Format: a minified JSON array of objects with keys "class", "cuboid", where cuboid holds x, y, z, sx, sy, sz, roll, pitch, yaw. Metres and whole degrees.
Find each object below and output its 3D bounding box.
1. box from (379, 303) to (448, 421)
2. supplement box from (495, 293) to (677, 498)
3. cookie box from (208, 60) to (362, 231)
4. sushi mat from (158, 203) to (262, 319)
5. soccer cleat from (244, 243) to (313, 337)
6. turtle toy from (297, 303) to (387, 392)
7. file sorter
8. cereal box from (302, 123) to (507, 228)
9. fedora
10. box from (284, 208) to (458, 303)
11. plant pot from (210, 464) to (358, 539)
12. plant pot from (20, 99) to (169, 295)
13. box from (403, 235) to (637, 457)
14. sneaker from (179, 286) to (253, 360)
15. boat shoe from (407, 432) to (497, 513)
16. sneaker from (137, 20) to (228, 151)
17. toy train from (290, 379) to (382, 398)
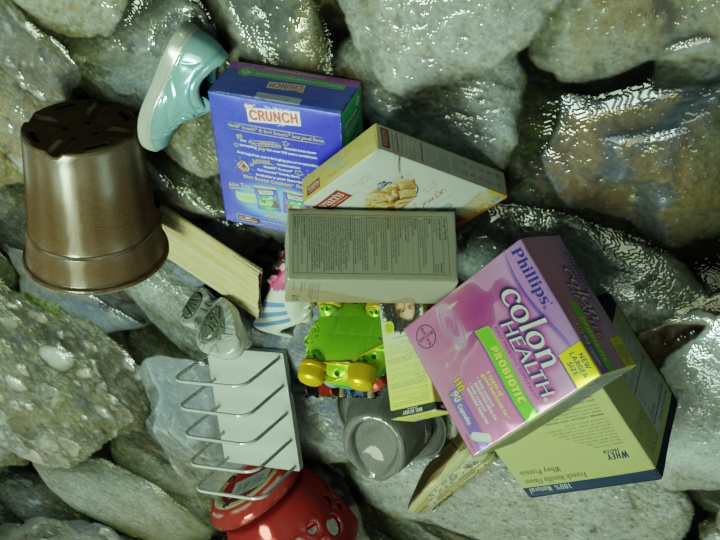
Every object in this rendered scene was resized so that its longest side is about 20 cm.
[{"class":"box","cuboid":[0.070,0.088,1.421,0.075,0.201,0.050,-19,161,38]},{"class":"supplement box","cuboid":[0.267,0.166,1.424,0.199,0.135,0.200,-18,119,38]},{"class":"cookie box","cuboid":[-0.085,-0.143,1.361,0.170,0.075,0.201,12,135,14]},{"class":"sushi mat","cuboid":[-0.211,-0.013,1.550,0.200,0.012,0.096,32,140,26]},{"class":"soccer cleat","cuboid":[-0.092,0.027,1.539,0.086,0.070,0.200,26,143,-9]},{"class":"turtle toy","cuboid":[0.013,0.107,1.515,0.199,0.146,0.101,4,153,25]},{"class":"file sorter","cuboid":[-0.188,0.233,1.689,0.138,0.124,0.201,2,111,26]},{"class":"cereal box","cuboid":[0.051,-0.095,1.294,0.199,0.040,0.144,15,148,-35]},{"class":"fedora","cuboid":[0.033,0.247,1.654,0.176,0.090,0.201,21,137,8]},{"class":"box","cuboid":[0.011,-0.016,1.305,0.199,0.096,0.078,2,158,-6]},{"class":"plant pot","cuboid":[-0.130,0.405,1.818,0.200,0.201,0.183,-22,108,40]},{"class":"plant pot","cuboid":[-0.360,-0.105,1.468,0.199,0.201,0.199,14,128,15]},{"class":"box","cuboid":[0.180,0.088,1.283,0.200,0.096,0.177,-39,70,32]},{"class":"sneaker","cuboid":[-0.187,0.085,1.595,0.099,0.078,0.200,33,-178,-27]},{"class":"boat shoe","cuboid":[0.134,0.317,1.681,0.062,0.073,0.200,30,135,-4]},{"class":"sneaker","cuboid":[-0.217,-0.208,1.372,0.082,0.074,0.200,33,137,2]},{"class":"toy train","cuboid":[-0.039,0.169,1.621,0.046,0.034,0.199,9,170,-38]}]
